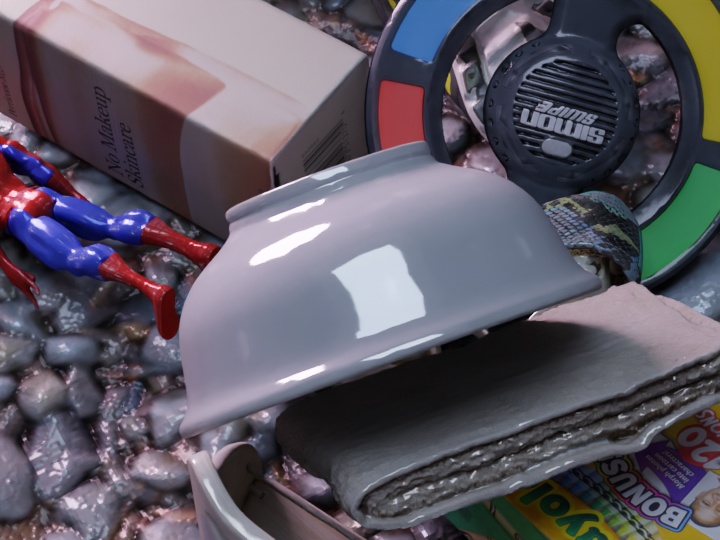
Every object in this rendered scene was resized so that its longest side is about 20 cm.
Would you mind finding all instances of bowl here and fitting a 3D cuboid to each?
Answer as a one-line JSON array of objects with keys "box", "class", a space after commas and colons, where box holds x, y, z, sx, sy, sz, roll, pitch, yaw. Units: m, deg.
[{"box": [0.000, 0.000, 1.248, 0.201, 0.201, 0.090, -19, 88, -7], "class": "bowl"}]

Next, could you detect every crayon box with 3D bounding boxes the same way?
[{"box": [0.133, 0.115, 1.298, 0.119, 0.058, 0.200, -28, 47, -23], "class": "crayon box"}]

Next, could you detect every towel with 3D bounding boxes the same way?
[{"box": [0.069, 0.060, 1.267, 0.200, 0.034, 0.133, -19, 17, -13], "class": "towel"}]

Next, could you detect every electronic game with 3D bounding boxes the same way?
[{"box": [0.101, -0.079, 1.419, 0.200, 0.042, 0.200, 0, 93, -4], "class": "electronic game"}]

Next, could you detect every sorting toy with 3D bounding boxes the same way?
[{"box": [-0.013, 0.146, 1.231, 0.200, 0.180, 0.107, 31, 72, 21], "class": "sorting toy"}]

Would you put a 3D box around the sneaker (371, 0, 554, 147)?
[{"box": [0.064, -0.124, 1.492, 0.074, 0.085, 0.200, -33, 80, -9], "class": "sneaker"}]

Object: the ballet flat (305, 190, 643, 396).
[{"box": [0.046, 0.023, 1.374, 0.200, 0.074, 0.074, -26, 56, 6], "class": "ballet flat"}]

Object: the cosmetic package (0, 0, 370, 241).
[{"box": [-0.096, -0.096, 1.470, 0.200, 0.103, 0.087, 29, 62, 24], "class": "cosmetic package"}]

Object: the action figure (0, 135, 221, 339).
[{"box": [-0.162, -0.023, 1.460, 0.200, 0.052, 0.065, 27, 57, 28], "class": "action figure"}]
